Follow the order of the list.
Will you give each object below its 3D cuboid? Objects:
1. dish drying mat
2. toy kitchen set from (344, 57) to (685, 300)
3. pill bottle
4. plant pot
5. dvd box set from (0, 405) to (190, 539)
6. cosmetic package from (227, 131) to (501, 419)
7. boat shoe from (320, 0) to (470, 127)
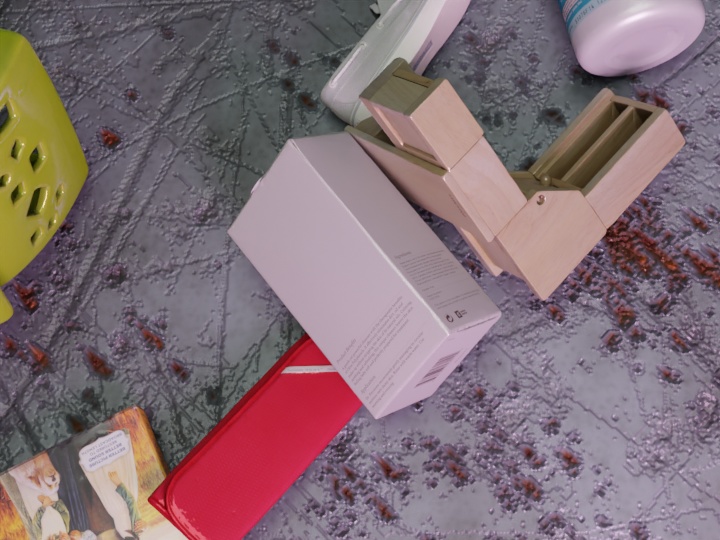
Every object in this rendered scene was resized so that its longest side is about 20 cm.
[{"bbox_3d":[-0.071,0.130,1.049,0.077,0.018,0.200,40,68,10],"label":"dish drying mat"},{"bbox_3d":[0.107,-0.124,1.064,0.181,0.200,0.163,-46,32,-9],"label":"toy kitchen set"},{"bbox_3d":[0.206,-0.273,1.116,0.109,0.111,0.202,-15,73,1],"label":"pill bottle"},{"bbox_3d":[-0.353,-0.073,1.057,0.197,0.200,0.183,12,65,11],"label":"plant pot"},{"bbox_3d":[-0.198,0.227,1.042,0.145,0.029,0.202,-26,71,-2],"label":"dvd box set"},{"bbox_3d":[0.000,0.000,1.048,0.201,0.084,0.108,52,124,17],"label":"cosmetic package"},{"bbox_3d":[0.037,-0.211,1.144,0.068,0.072,0.201,31,88,15],"label":"boat shoe"}]
